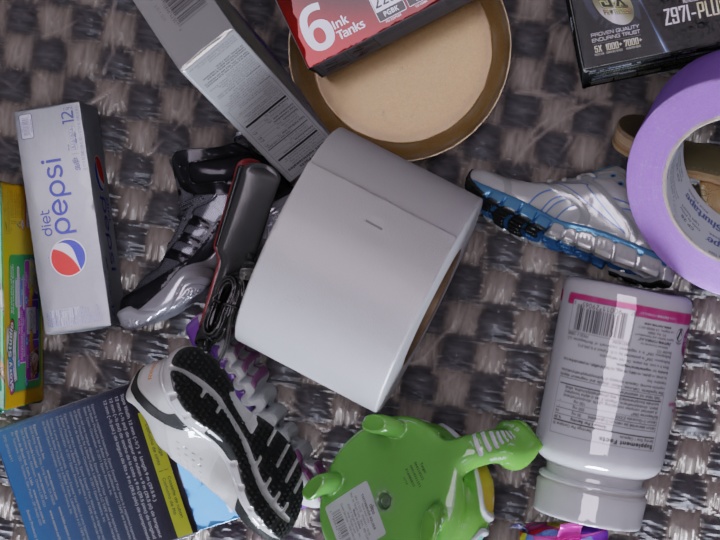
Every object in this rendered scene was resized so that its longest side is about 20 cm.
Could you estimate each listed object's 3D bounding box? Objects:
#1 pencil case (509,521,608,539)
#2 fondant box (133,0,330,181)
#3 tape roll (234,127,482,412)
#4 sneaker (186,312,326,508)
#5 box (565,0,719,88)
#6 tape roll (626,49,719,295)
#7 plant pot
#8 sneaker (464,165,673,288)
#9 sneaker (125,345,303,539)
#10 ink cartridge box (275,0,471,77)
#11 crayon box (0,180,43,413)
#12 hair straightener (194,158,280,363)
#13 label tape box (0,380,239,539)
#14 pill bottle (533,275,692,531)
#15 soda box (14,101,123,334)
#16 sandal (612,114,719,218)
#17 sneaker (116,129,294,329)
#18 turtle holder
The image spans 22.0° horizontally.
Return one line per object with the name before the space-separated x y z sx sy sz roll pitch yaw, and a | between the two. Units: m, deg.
pencil case | 0.174 0.312 1.600 0.087 0.088 0.202 -1 92 7
fondant box | -0.113 -0.180 1.553 0.058 0.200 0.145 -37 56 4
tape roll | 0.000 0.000 1.561 0.138 0.203 0.204 27 94 5
sneaker | -0.110 0.135 1.641 0.088 0.080 0.201 -29 88 14
box | 0.273 -0.219 1.545 0.198 0.164 0.087 -11 89 8
tape roll | 0.319 -0.077 1.501 0.198 0.066 0.202 11 123 17
plant pot | 0.035 -0.196 1.643 0.198 0.027 0.202 0 90 6
sneaker | 0.189 -0.057 1.611 0.198 0.075 0.087 22 80 3
sneaker | -0.121 0.147 1.568 0.080 0.074 0.201 -14 118 40
ink cartridge box | 0.010 -0.291 1.590 0.199 0.084 0.177 -27 87 7
crayon box | -0.325 0.022 1.642 0.058 0.119 0.202 -1 90 7
hair straightener | -0.114 0.003 1.567 0.041 0.077 0.202 22 90 -15
label tape box | -0.208 0.177 1.647 0.198 0.066 0.145 -19 87 12
pill bottle | 0.211 0.113 1.580 0.112 0.113 0.202 11 92 7
soda box | -0.258 -0.046 1.658 0.063 0.068 0.202 -8 90 6
sandal | 0.313 -0.066 1.601 0.210 0.078 0.070 22 125 13
sneaker | -0.151 -0.040 1.645 0.199 0.075 0.114 -36 86 0
turtle holder | 0.055 0.183 1.578 0.141 0.131 0.187 36 103 36
